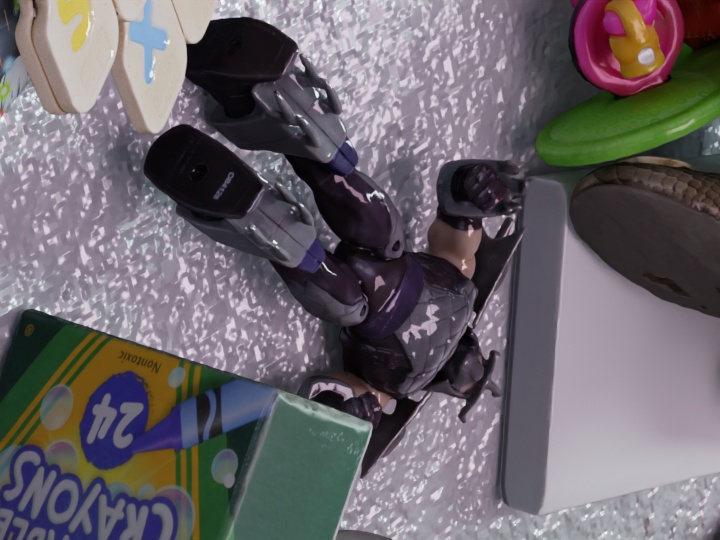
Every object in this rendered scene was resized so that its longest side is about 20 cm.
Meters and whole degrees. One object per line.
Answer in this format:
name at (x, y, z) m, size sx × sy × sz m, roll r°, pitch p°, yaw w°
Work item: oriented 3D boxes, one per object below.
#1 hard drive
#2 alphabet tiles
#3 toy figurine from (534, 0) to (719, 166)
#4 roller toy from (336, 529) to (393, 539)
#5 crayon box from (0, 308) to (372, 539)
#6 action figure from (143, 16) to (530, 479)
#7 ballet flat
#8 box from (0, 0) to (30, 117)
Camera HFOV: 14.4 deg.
hard drive at (0.136, 0.020, 1.168) m, size 0.199 × 0.027 × 0.133 m, roll -8°, pitch 106°, yaw -45°
alphabet tiles at (-0.068, -0.147, 0.858) m, size 0.196 × 0.015 × 0.201 m, roll 73°, pitch 29°, yaw -45°
toy figurine at (0.127, -0.161, 1.066) m, size 0.199 × 0.150 × 0.185 m, roll -24°, pitch 105°, yaw -12°
roller toy at (0.000, 0.191, 0.992) m, size 0.199 × 0.139 × 0.183 m, roll -6°, pitch 116°, yaw -47°
crayon box at (-0.085, 0.124, 0.895) m, size 0.051 × 0.125 × 0.201 m, roll 23°, pitch 84°, yaw -46°
action figure at (0.000, 0.000, 0.994) m, size 0.200 × 0.069 × 0.131 m, roll 45°, pitch 63°, yaw -46°
ballet flat at (0.172, -0.005, 1.095) m, size 0.199 × 0.067 × 0.047 m, roll 19°, pitch 63°, yaw -14°
box at (-0.140, -0.117, 0.801) m, size 0.137 × 0.040 × 0.200 m, roll -54°, pitch 148°, yaw -21°
